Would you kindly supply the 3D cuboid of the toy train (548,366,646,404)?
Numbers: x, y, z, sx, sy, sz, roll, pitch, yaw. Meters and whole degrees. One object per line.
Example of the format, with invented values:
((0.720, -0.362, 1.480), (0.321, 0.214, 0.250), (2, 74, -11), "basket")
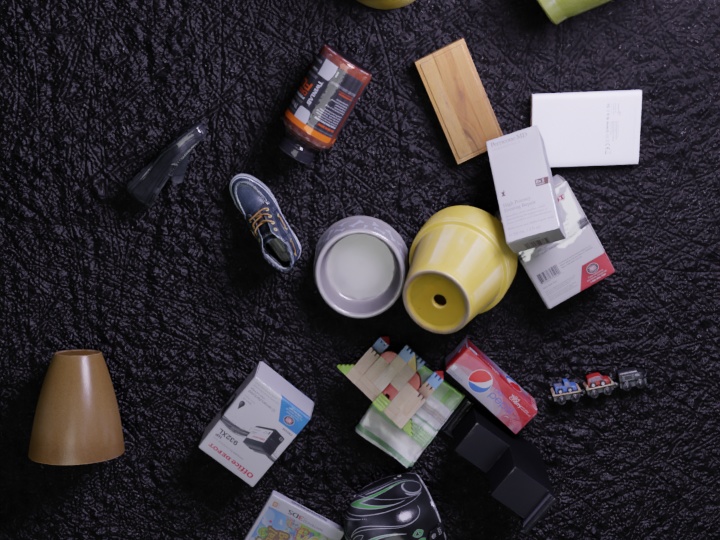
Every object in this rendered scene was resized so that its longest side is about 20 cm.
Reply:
((0.473, 0.228, 1.706), (0.197, 0.034, 0.047), (-13, 102, 6), "toy train")

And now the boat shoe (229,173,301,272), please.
((-0.180, -0.092, 1.609), (0.070, 0.091, 0.201), (-34, 102, 11), "boat shoe")

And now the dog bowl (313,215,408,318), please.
((0.000, 0.000, 1.646), (0.196, 0.059, 0.204), (1, 106, 3), "dog bowl")

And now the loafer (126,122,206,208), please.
((-0.354, -0.198, 1.600), (0.200, 0.068, 0.070), (-40, 109, 17), "loafer")

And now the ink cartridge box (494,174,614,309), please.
((0.362, -0.056, 1.602), (0.145, 0.083, 0.202), (-30, 102, 11), "ink cartridge box")

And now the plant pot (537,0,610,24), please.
((0.371, -0.522, 1.424), (0.191, 0.201, 0.202), (-31, 103, 23), "plant pot")

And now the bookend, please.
((0.266, 0.377, 1.672), (0.198, 0.200, 0.093), (36, 104, -9), "bookend")

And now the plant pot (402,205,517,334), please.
((0.167, 0.012, 1.542), (0.198, 0.189, 0.204), (12, 123, 20), "plant pot")

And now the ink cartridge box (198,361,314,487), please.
((-0.211, 0.313, 1.732), (0.144, 0.084, 0.201), (38, 104, -9), "ink cartridge box")

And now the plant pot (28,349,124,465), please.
((-0.562, 0.264, 1.696), (0.183, 0.186, 0.204), (2, 93, 2), "plant pot")

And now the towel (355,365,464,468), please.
((0.100, 0.293, 1.742), (0.148, 0.031, 0.201), (34, 104, -8), "towel")

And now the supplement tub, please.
((-0.071, -0.295, 1.538), (0.106, 0.107, 0.202), (30, 105, -7), "supplement tub")

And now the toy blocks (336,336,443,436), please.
((0.072, 0.207, 1.681), (0.200, 0.100, 0.137), (42, 91, 7), "toy blocks")

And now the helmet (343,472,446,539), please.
((0.061, 0.525, 1.739), (0.188, 0.200, 0.203), (-21, 105, -9), "helmet")

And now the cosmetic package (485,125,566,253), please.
((0.293, -0.144, 1.512), (0.100, 0.074, 0.203), (-16, 70, 18), "cosmetic package")

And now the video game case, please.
((-0.158, 0.598, 1.845), (0.180, 0.022, 0.202), (29, 105, -6), "video game case")

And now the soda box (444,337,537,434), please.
((0.260, 0.230, 1.700), (0.200, 0.064, 0.070), (42, 104, -9), "soda box")

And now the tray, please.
((0.182, -0.309, 1.561), (0.097, 0.037, 0.202), (-23, 105, 9), "tray")

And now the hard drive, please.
((0.413, -0.260, 1.570), (0.196, 0.025, 0.134), (-2, 106, 3), "hard drive")

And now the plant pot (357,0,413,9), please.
((0.044, -0.547, 1.441), (0.196, 0.142, 0.204), (1, 107, 2), "plant pot")
